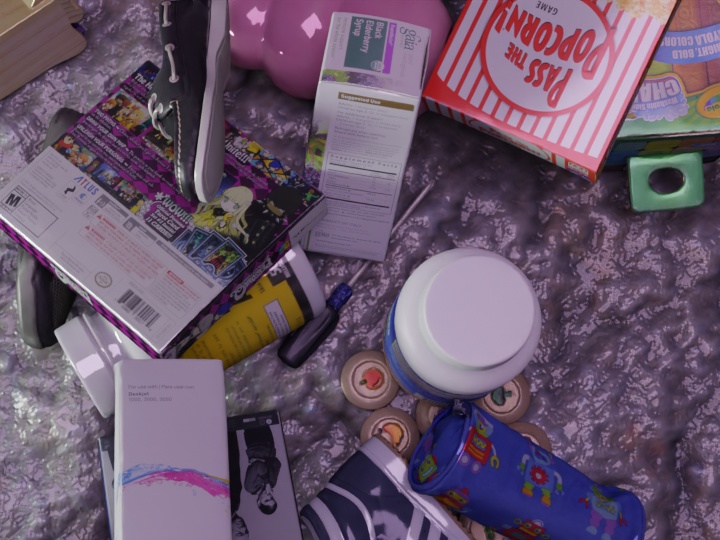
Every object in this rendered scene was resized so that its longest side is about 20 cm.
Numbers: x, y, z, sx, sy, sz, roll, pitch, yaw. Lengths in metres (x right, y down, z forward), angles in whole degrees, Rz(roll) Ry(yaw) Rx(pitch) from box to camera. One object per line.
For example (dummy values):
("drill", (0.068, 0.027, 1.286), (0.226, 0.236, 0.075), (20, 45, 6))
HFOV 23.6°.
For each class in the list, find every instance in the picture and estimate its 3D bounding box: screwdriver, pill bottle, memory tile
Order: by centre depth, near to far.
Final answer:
("pill bottle", (0.078, 0.043, 1.333), (0.112, 0.200, 0.112), (1, 80, -4))
("pill bottle", (-0.137, 0.034, 1.381), (0.200, 0.111, 0.111), (-31, 84, -8))
("memory tile", (0.078, 0.144, 1.426), (0.153, 0.017, 0.200), (-19, 83, -6))
("screwdriver", (0.000, 0.000, 1.434), (0.028, 0.029, 0.200), (39, 85, 3))

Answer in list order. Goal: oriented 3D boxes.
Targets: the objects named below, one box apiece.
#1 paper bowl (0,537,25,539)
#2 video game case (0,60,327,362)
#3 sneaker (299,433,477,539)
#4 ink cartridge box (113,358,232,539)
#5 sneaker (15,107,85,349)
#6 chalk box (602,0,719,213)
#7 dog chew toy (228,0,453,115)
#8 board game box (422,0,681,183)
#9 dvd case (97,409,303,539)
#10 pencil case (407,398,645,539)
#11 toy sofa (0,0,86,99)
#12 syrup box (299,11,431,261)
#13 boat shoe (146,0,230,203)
("paper bowl", (-0.276, 0.305, 1.314), (0.200, 0.104, 0.201), (-3, 80, 15))
("video game case", (-0.158, -0.048, 1.338), (0.200, 0.036, 0.181), (37, 71, 21))
("sneaker", (0.038, 0.237, 1.363), (0.108, 0.070, 0.200), (-39, 78, -13))
("ink cartridge box", (-0.140, 0.183, 1.275), (0.085, 0.145, 0.200), (-1, 59, -9))
("sneaker", (-0.214, -0.029, 1.403), (0.114, 0.076, 0.200), (11, 75, 4))
("chalk box", (0.245, -0.150, 1.430), (0.124, 0.124, 0.200), (-5, 81, -5))
("dog chew toy", (-0.027, -0.193, 1.425), (0.200, 0.125, 0.125), (14, 80, 7))
("board game box", (0.159, -0.191, 1.354), (0.151, 0.046, 0.200), (24, 86, 10))
("dvd case", (-0.121, 0.212, 1.358), (0.150, 0.025, 0.200), (-8, 60, -8))
("pencil case", (0.131, 0.172, 1.358), (0.200, 0.078, 0.087), (29, 48, -22))
("toy sofa", (-0.333, -0.188, 1.428), (0.200, 0.098, 0.083), (-36, 60, -8))
("syrup box", (-0.001, -0.102, 1.359), (0.081, 0.200, 0.079), (9, 51, -1))
("boat shoe", (-0.134, -0.135, 1.323), (0.060, 0.074, 0.200), (-1, 56, 1))
